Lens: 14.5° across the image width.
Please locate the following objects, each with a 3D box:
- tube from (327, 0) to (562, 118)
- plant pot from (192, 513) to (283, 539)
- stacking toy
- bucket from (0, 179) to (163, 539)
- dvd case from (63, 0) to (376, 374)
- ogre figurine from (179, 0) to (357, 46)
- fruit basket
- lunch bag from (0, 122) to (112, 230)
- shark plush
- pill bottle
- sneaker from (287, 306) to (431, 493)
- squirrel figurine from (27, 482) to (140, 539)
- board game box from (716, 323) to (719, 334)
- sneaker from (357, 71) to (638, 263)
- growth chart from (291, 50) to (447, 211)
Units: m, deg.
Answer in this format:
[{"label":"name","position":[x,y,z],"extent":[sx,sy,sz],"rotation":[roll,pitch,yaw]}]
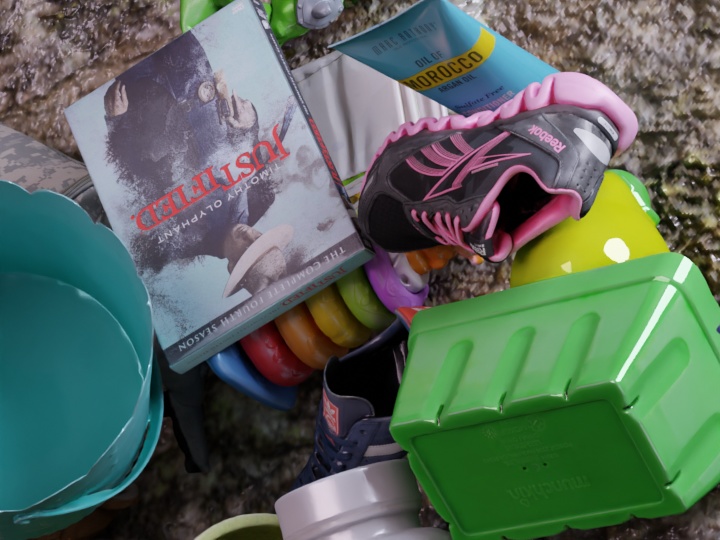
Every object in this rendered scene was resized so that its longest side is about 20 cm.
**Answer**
[{"label":"tube","position":[0.072,-0.112,1.643],"extent":[0.077,0.200,0.051],"rotation":[-28,57,30]},{"label":"plant pot","position":[-0.097,0.268,1.705],"extent":[0.184,0.200,0.201],"rotation":[-28,60,45]},{"label":"stacking toy","position":[0.000,0.000,1.753],"extent":[0.199,0.110,0.116],"rotation":[-21,64,22]},{"label":"bucket","position":[-0.215,0.061,1.692],"extent":[0.206,0.135,0.208],"rotation":[0,72,-1]},{"label":"dvd case","position":[-0.090,-0.055,1.747],"extent":[0.146,0.022,0.200],"rotation":[-30,64,12]},{"label":"ogre figurine","position":[-0.050,-0.203,1.841],"extent":[0.120,0.098,0.200],"rotation":[-10,27,33]},{"label":"fruit basket","position":[0.131,0.046,1.615],"extent":[0.215,0.156,0.216],"rotation":[-26,21,11]},{"label":"lunch bag","position":[-0.255,-0.016,1.951],"extent":[0.200,0.139,0.168],"rotation":[24,77,42]},{"label":"shark plush","position":[-0.113,0.028,1.848],"extent":[0.083,0.091,0.201],"rotation":[-3,73,24]},{"label":"pill bottle","position":[0.020,0.216,1.624],"extent":[0.113,0.113,0.201],"rotation":[-25,77,33]},{"label":"sneaker","position":[-0.006,0.099,1.728],"extent":[0.200,0.084,0.075],"rotation":[-55,50,15]},{"label":"squirrel figurine","position":[-0.231,0.174,1.834],"extent":[0.142,0.186,0.200],"rotation":[-43,57,27]},{"label":"board game box","position":[0.294,0.099,1.392],"extent":[0.043,0.199,0.200],"rotation":[-51,50,20]},{"label":"sneaker","position":[0.067,-0.041,1.620],"extent":[0.200,0.079,0.096],"rotation":[-24,39,43]},{"label":"growth chart","position":[-0.018,-0.081,1.836],"extent":[0.200,0.018,0.145],"rotation":[-16,68,37]}]
